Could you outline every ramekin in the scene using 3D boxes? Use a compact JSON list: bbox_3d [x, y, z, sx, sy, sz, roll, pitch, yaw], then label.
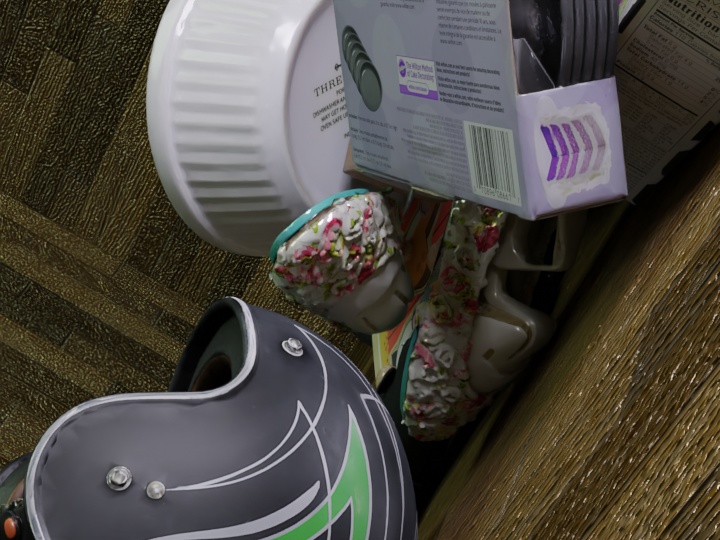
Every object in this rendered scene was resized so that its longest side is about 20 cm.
[{"bbox_3d":[-0.031,-0.105,1.140,0.202,0.094,0.204,-13,-73,-49],"label":"ramekin"}]

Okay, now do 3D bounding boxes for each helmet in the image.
[{"bbox_3d":[-0.066,0.120,0.839,0.190,0.201,0.200,-19,-20,-26],"label":"helmet"}]

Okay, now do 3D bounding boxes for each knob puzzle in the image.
[{"bbox_3d":[0.044,-0.001,1.141,0.219,0.030,0.221,-167,90,-70],"label":"knob puzzle"}]

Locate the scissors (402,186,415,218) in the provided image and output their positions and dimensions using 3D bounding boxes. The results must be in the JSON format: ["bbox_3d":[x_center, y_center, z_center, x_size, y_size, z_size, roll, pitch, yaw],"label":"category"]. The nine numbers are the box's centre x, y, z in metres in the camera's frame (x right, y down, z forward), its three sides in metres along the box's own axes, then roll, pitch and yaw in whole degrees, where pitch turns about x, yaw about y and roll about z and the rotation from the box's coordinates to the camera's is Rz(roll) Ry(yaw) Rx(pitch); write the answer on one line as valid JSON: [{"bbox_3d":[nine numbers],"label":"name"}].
[{"bbox_3d":[0.052,-0.130,0.987,0.073,0.014,0.201,49,121,54],"label":"scissors"}]

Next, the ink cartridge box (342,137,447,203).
[{"bbox_3d":[0.077,-0.126,1.033,0.200,0.075,0.166,2,79,63],"label":"ink cartridge box"}]

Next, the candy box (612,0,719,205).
[{"bbox_3d":[0.149,-0.124,0.765,0.137,0.061,0.200,-60,1,-19],"label":"candy box"}]

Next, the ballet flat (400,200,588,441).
[{"bbox_3d":[0.070,0.000,0.889,0.075,0.064,0.201,-9,-62,-52],"label":"ballet flat"}]

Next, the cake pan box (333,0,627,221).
[{"bbox_3d":[0.041,-0.125,0.783,0.200,0.052,0.186,-159,57,-67],"label":"cake pan box"}]

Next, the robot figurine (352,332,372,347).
[{"bbox_3d":[0.041,-0.039,1.323,0.150,0.124,0.202,-38,-46,-66],"label":"robot figurine"}]

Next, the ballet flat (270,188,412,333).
[{"bbox_3d":[0.000,0.000,0.926,0.076,0.064,0.200,-39,-3,2],"label":"ballet flat"}]

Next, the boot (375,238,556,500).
[{"bbox_3d":[0.035,0.078,1.003,0.200,0.065,0.165,-55,5,27],"label":"boot"}]
